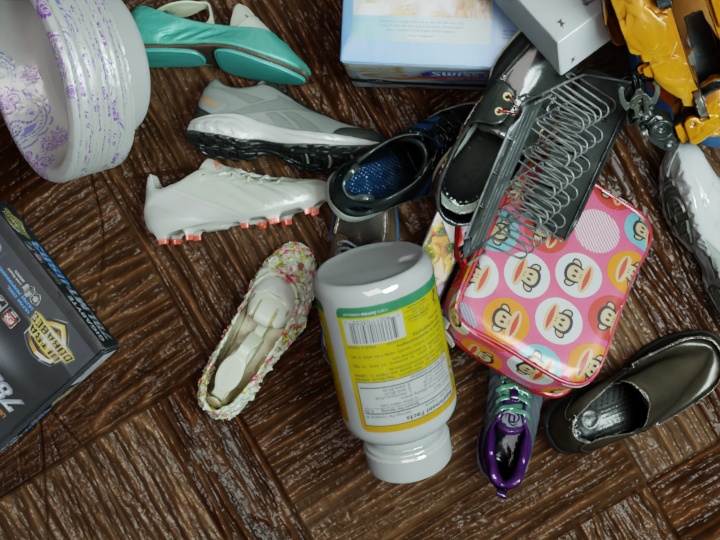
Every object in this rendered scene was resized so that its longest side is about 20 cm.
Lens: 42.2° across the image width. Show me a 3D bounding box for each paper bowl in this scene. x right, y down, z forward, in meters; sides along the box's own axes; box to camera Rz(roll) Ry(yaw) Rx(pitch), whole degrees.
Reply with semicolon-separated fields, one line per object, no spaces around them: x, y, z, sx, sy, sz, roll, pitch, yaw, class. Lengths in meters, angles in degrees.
-0.276;-0.195;0.894;0.103;0.200;0.204;-22;91;-34;paper bowl

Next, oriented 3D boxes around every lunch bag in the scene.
0.164;-0.001;0.877;0.174;0.082;0.202;30;71;1;lunch bag

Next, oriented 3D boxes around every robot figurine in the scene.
0.250;-0.176;0.687;0.143;0.059;0.201;-17;134;25;robot figurine

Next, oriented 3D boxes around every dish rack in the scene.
0.150;-0.081;0.751;0.054;0.199;0.156;29;119;20;dish rack

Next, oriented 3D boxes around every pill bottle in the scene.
0.028;0.086;0.855;0.111;0.113;0.204;-11;110;5;pill bottle

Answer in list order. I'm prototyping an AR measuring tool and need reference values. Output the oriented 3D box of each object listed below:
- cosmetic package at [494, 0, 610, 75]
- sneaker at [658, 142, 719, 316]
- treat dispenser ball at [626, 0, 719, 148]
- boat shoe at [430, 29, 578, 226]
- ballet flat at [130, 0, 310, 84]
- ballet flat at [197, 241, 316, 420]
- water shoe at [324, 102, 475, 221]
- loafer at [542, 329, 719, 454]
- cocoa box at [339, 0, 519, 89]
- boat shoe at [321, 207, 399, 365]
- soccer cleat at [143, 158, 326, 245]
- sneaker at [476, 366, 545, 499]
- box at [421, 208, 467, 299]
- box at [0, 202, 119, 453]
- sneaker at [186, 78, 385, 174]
0.196;-0.275;0.751;0.199;0.052;0.152;-36;66;0;cosmetic package
0.360;-0.042;0.898;0.098;0.078;0.202;-29;99;-1;sneaker
0.335;-0.209;0.821;0.197;0.201;0.205;0;93;5;treat dispenser ball
0.128;-0.126;0.804;0.073;0.063;0.203;28;114;-11;boat shoe
-0.144;-0.234;0.932;0.196;0.067;0.072;8;81;3;ballet flat
-0.103;0.066;0.942;0.075;0.064;0.203;27;94;4;ballet flat
0.061;-0.104;0.885;0.198;0.079;0.072;-31;94;-19;water shoe
0.274;0.124;0.899;0.198;0.071;0.074;-30;90;-4;loafer
0.084;-0.246;0.876;0.196;0.131;0.136;3;93;5;cocoa box
0.000;0.000;0.924;0.071;0.072;0.204;5;94;3;boat shoe
-0.126;-0.077;0.937;0.196;0.069;0.079;-9;89;8;soccer cleat
0.156;0.117;0.909;0.073;0.088;0.204;5;93;5;sneaker
0.063;0.020;0.936;0.038;0.041;0.203;22;95;3;box
-0.388;0.068;0.976;0.198;0.050;0.201;-39;88;5;box
-0.070;-0.147;0.926;0.196;0.074;0.081;10;74;0;sneaker
